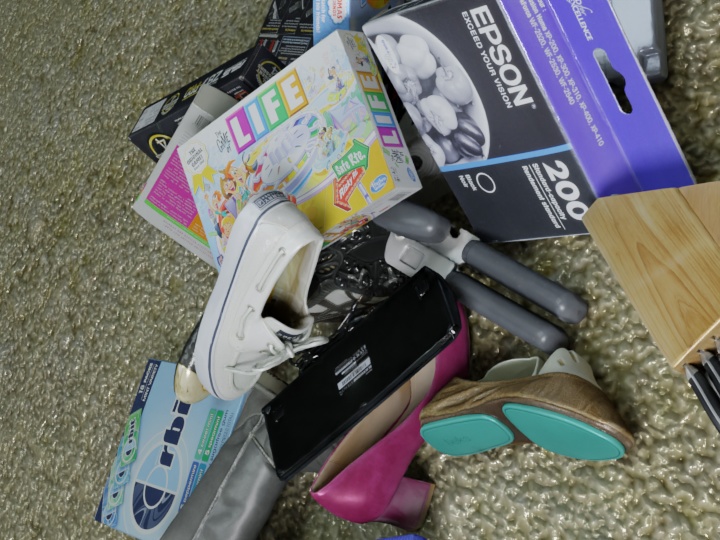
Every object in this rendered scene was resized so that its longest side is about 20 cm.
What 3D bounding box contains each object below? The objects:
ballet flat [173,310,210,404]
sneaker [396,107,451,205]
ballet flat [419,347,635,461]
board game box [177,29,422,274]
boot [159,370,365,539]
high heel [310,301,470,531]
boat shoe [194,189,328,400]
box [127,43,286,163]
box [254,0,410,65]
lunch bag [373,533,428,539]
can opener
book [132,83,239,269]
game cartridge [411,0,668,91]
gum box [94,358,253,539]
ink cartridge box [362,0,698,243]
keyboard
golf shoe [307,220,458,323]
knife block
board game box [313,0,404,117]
[{"bbox_3d":[-0.094,0.041,1.297,0.057,0.066,0.200,37,85,30],"label":"ballet flat"},{"bbox_3d":[0.070,-0.142,1.219,0.200,0.073,0.112,-43,36,19],"label":"sneaker"},{"bbox_3d":[0.120,0.091,1.016,0.200,0.068,0.072,-13,41,55],"label":"ballet flat"},{"bbox_3d":[-0.053,-0.081,1.151,0.200,0.034,0.135,-31,72,37],"label":"board game box"},{"bbox_3d":[-0.086,0.196,1.194,0.200,0.073,0.182,-56,31,-6],"label":"boot"},{"bbox_3d":[0.021,0.094,1.109,0.067,0.096,0.200,0,70,55],"label":"high heel"},{"bbox_3d":[-0.065,0.039,1.121,0.086,0.075,0.202,39,129,25],"label":"boat shoe"},{"bbox_3d":[-0.100,-0.114,1.347,0.200,0.161,0.049,-17,41,48],"label":"box"},{"bbox_3d":[-0.041,-0.207,1.425,0.200,0.050,0.158,17,85,57],"label":"box"},{"bbox_3d":[-0.023,0.297,1.035,0.200,0.127,0.170,-29,45,26],"label":"lunch bag"},{"bbox_3d":[0.078,-0.001,1.085,0.200,0.067,0.053,32,92,46],"label":"can opener"},{"bbox_3d":[-0.123,-0.076,1.332,0.200,0.134,0.048,-45,17,55],"label":"book"},{"bbox_3d":[0.133,-0.192,1.106,0.200,0.041,0.133,-7,82,29],"label":"game cartridge"},{"bbox_3d":[-0.165,0.176,1.368,0.200,0.045,0.170,4,74,56],"label":"gum box"},{"bbox_3d":[0.117,-0.114,1.028,0.043,0.198,0.200,-41,20,-33],"label":"ink cartridge box"},{"bbox_3d":[0.005,0.075,1.112,0.200,0.040,0.104,-41,41,25],"label":"keyboard"},{"bbox_3d":[0.000,0.000,1.223,0.200,0.094,0.078,-10,72,23],"label":"golf shoe"},{"bbox_3d":[0.214,0.035,0.903,0.200,0.064,0.176,-6,65,53],"label":"knife block"},{"bbox_3d":[0.000,-0.195,1.213,0.037,0.151,0.200,5,110,18],"label":"board game box"}]
